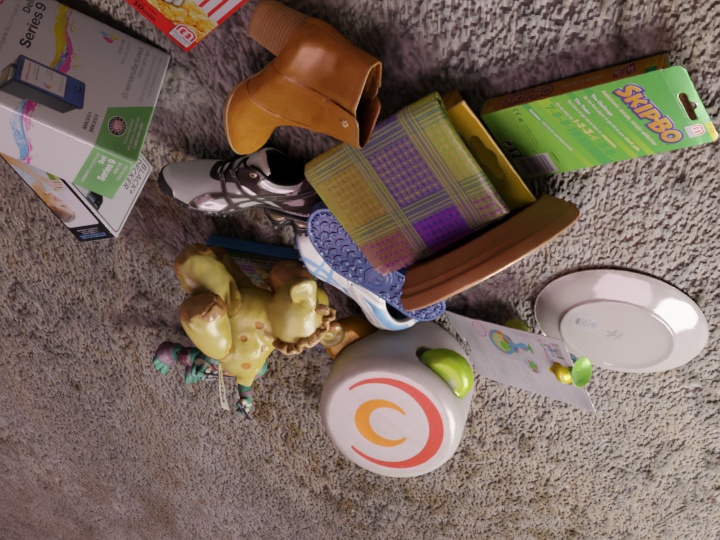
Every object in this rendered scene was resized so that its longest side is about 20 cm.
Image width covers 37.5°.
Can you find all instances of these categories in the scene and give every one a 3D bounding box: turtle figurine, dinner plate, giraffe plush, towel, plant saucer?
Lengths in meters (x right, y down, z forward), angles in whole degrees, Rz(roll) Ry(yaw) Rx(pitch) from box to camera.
[{"bbox_3d":[-0.197,0.143,1.521,0.199,0.101,0.150,6,147,40],"label":"turtle figurine"},{"bbox_3d":[0.298,0.068,1.226,0.199,0.024,0.201,15,145,11],"label":"dinner plate"},{"bbox_3d":[-0.112,0.049,1.279,0.161,0.201,0.173,-19,170,12],"label":"giraffe plush"},{"bbox_3d":[0.040,-0.080,1.044,0.200,0.023,0.144,-25,104,45],"label":"towel"},{"bbox_3d":[0.123,-0.024,1.061,0.200,0.200,0.038,-26,96,47],"label":"plant saucer"}]

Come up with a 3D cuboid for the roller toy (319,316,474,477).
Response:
[{"bbox_3d":[0.047,0.155,1.350,0.199,0.140,0.183,7,121,12],"label":"roller toy"}]

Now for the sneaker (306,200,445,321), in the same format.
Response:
[{"bbox_3d":[0.019,-0.024,1.189,0.070,0.078,0.200,-34,121,29],"label":"sneaker"}]

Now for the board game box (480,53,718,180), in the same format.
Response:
[{"bbox_3d":[0.219,-0.139,0.977,0.199,0.030,0.096,-7,138,39],"label":"board game box"}]

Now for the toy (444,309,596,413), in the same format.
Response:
[{"bbox_3d":[0.199,0.096,1.273,0.200,0.047,0.115,18,143,54],"label":"toy"}]

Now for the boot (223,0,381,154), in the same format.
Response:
[{"bbox_3d":[-0.055,-0.154,1.031,0.144,0.071,0.202,37,141,14],"label":"boot"}]

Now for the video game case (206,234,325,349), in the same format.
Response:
[{"bbox_3d":[-0.114,0.032,1.398,0.142,0.018,0.200,10,145,16],"label":"video game case"}]

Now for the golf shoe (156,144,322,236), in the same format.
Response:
[{"bbox_3d":[-0.127,-0.107,1.174,0.199,0.078,0.095,10,135,3],"label":"golf shoe"}]

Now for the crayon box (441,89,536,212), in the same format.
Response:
[{"bbox_3d":[0.075,-0.097,1.067,0.199,0.051,0.127,-20,115,45],"label":"crayon box"}]

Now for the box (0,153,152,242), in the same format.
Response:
[{"bbox_3d":[-0.328,-0.140,1.187,0.060,0.117,0.200,-6,137,30],"label":"box"}]

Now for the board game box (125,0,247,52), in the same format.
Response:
[{"bbox_3d":[-0.152,-0.298,0.934,0.151,0.046,0.200,38,142,-24],"label":"board game box"}]

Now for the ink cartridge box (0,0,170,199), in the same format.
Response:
[{"bbox_3d":[-0.309,-0.184,1.061,0.199,0.146,0.087,23,147,-19],"label":"ink cartridge box"}]

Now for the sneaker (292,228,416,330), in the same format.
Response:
[{"bbox_3d":[0.000,0.000,1.247,0.072,0.072,0.200,-17,133,41],"label":"sneaker"}]
